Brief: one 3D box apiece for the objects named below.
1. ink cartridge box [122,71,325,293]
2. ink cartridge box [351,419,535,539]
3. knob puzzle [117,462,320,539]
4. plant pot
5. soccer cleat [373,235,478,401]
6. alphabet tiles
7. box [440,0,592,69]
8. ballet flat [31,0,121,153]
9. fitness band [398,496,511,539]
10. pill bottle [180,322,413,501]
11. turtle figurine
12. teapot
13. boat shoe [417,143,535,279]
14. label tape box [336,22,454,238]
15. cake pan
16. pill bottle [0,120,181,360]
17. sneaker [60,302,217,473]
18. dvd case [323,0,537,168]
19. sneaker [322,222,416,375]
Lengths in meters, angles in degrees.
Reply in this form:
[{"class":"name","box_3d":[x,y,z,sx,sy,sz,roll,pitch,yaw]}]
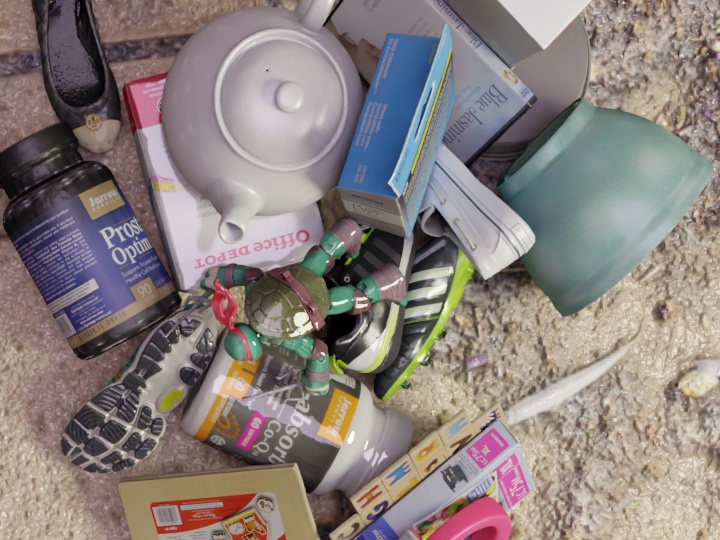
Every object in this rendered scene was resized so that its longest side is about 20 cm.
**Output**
[{"class":"ink cartridge box","box_3d":[-0.128,-0.093,1.384,0.146,0.086,0.202,-15,93,-12]},{"class":"ink cartridge box","box_3d":[0.075,0.238,1.400,0.199,0.120,0.042,-37,58,-6]},{"class":"knob puzzle","box_3d":[-0.118,0.273,1.385,0.218,0.030,0.222,4,112,10]},{"class":"plant pot","box_3d":[0.212,-0.076,1.386,0.134,0.200,0.200,44,83,-3]},{"class":"soccer cleat","box_3d":[0.054,0.030,1.431,0.081,0.068,0.201,29,83,8]},{"class":"alphabet tiles","box_3d":[0.061,0.205,1.387,0.199,0.167,0.006,-37,59,-8]},{"class":"box","box_3d":[0.147,-0.260,1.336,0.097,0.200,0.124,45,84,-6]},{"class":"ballet flat","box_3d":[-0.271,-0.207,1.376,0.066,0.057,0.202,-16,92,-8]},{"class":"fitness band","box_3d":[0.063,0.290,1.377,0.037,0.143,0.201,48,112,31]},{"class":"pill bottle","box_3d":[-0.059,0.139,1.379,0.199,0.116,0.117,26,85,-8]},{"class":"turtle figurine","box_3d":[-0.061,0.038,1.293,0.199,0.101,0.150,-33,87,-25]},{"class":"teapot","box_3d":[-0.075,-0.146,1.279,0.196,0.146,0.201,-23,93,-16]},{"class":"boat shoe","box_3d":[0.079,-0.064,1.375,0.067,0.200,0.074,-40,132,-5]},{"class":"label tape box","box_3d":[0.031,-0.122,1.270,0.066,0.200,0.144,17,81,9]},{"class":"cake pan","box_3d":[0.137,-0.211,1.454,0.198,0.037,0.202,0,89,-9]},{"class":"pill bottle","box_3d":[-0.257,-0.028,1.349,0.111,0.112,0.201,-29,95,-8]},{"class":"sneaker","box_3d":[-0.200,0.111,1.377,0.077,0.080,0.200,41,102,-13]},{"class":"dvd case","box_3d":[0.059,-0.193,1.386,0.200,0.143,0.018,45,54,-1]},{"class":"sneaker","box_3d":[0.000,0.000,1.384,0.082,0.071,0.202,16,68,-37]}]
